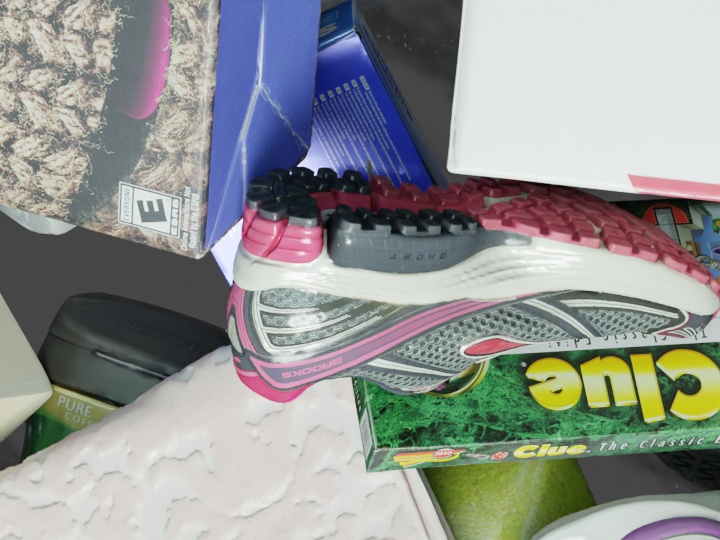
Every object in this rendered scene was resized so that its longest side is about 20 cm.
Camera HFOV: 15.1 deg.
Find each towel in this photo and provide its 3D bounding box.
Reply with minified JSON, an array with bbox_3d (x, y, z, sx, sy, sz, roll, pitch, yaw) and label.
[{"bbox_3d":[-0.060,0.133,1.031,0.200,0.032,0.191,-29,66,6],"label":"towel"}]

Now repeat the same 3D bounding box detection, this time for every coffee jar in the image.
[{"bbox_3d":[-0.105,0.113,1.133,0.104,0.085,0.200,18,95,8],"label":"coffee jar"}]

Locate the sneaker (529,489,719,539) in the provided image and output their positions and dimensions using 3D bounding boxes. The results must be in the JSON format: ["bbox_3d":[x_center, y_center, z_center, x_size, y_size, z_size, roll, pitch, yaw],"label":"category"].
[{"bbox_3d":[0.142,0.122,1.052,0.200,0.100,0.075,0,89,-23],"label":"sneaker"}]

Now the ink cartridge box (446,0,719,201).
[{"bbox_3d":[0.119,-0.074,1.034,0.145,0.200,0.084,7,96,9],"label":"ink cartridge box"}]

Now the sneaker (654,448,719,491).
[{"bbox_3d":[0.216,0.048,1.101,0.200,0.072,0.083,-1,68,8],"label":"sneaker"}]

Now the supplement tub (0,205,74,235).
[{"bbox_3d":[-0.173,-0.115,1.118,0.200,0.123,0.123,35,97,6],"label":"supplement tub"}]

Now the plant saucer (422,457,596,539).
[{"bbox_3d":[0.024,0.186,1.065,0.200,0.048,0.200,-24,98,9],"label":"plant saucer"}]

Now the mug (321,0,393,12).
[{"bbox_3d":[-0.005,-0.185,1.061,0.200,0.175,0.148,-17,89,9],"label":"mug"}]

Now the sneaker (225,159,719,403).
[{"bbox_3d":[0.041,0.008,0.993,0.200,0.081,0.075,3,110,-26],"label":"sneaker"}]

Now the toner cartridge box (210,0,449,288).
[{"bbox_3d":[0.000,0.000,1.098,0.095,0.043,0.200,-24,111,8],"label":"toner cartridge box"}]

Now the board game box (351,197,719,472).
[{"bbox_3d":[0.092,0.022,1.048,0.200,0.023,0.105,-3,63,-14],"label":"board game box"}]

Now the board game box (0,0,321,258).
[{"bbox_3d":[-0.121,-0.116,0.962,0.200,0.097,0.160,15,120,18],"label":"board game box"}]

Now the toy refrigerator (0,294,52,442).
[{"bbox_3d":[-0.225,0.078,1.121,0.200,0.070,0.076,-40,71,28],"label":"toy refrigerator"}]

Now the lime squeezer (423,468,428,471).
[{"bbox_3d":[0.026,0.093,1.089,0.200,0.038,0.071,31,103,-4],"label":"lime squeezer"}]
